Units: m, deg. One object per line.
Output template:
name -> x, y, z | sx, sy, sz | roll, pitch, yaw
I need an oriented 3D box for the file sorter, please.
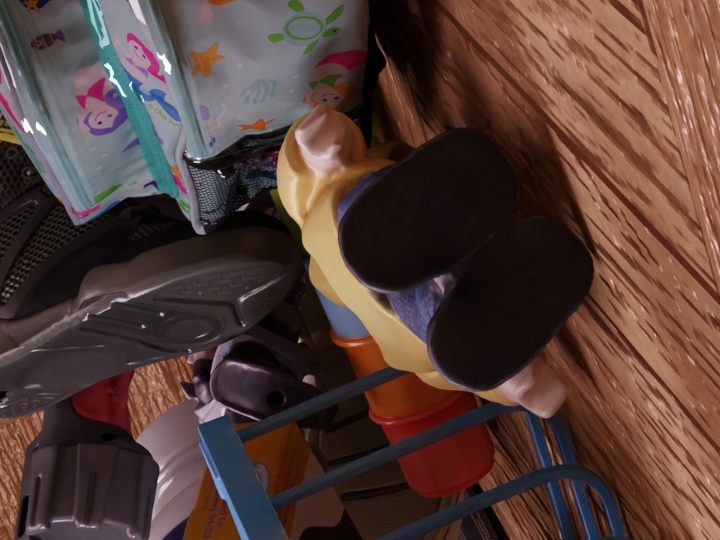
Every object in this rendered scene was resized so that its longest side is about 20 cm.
file sorter -> 0.041, 0.133, 0.881 | 0.200, 0.122, 0.139 | -122, 10, -58

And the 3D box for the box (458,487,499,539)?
box -> 0.059, 0.185, 1.250 | 0.200, 0.050, 0.158 | -118, 8, -46

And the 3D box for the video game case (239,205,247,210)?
video game case -> -0.051, -0.056, 1.369 | 0.200, 0.045, 0.182 | -120, 9, -49

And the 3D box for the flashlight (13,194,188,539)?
flashlight -> -0.106, 0.030, 1.157 | 0.068, 0.068, 0.201 | 128, 150, -56

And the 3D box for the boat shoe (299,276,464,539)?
boat shoe -> 0.009, 0.072, 1.213 | 0.069, 0.074, 0.200 | 72, -177, -47

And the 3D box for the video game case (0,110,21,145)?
video game case -> -0.187, -0.082, 1.025 | 0.200, 0.026, 0.180 | 20, -176, 39

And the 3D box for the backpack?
backpack -> -0.068, -0.115, 0.878 | 0.200, 0.150, 0.178 | 109, 139, -74

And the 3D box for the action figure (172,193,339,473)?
action figure -> -0.042, 0.033, 1.153 | 0.200, 0.069, 0.131 | -97, 23, -63

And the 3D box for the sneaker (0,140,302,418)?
sneaker -> -0.108, -0.014, 1.078 | 0.076, 0.199, 0.115 | 18, -117, -42

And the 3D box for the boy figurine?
boy figurine -> 0.022, -0.003, 0.834 | 0.124, 0.064, 0.200 | 48, 178, -5

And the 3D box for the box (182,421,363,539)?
box -> -0.017, 0.170, 1.053 | 0.119, 0.041, 0.200 | -76, -32, -42

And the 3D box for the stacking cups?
stacking cups -> 0.000, 0.000, 1.061 | 0.061, 0.060, 0.201 | -128, 16, -68

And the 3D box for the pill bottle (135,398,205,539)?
pill bottle -> -0.043, 0.161, 1.264 | 0.120, 0.119, 0.200 | 76, 170, -55
